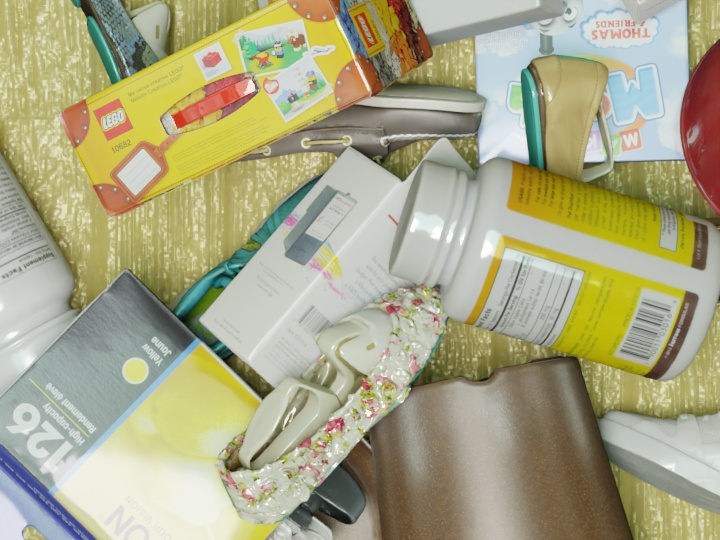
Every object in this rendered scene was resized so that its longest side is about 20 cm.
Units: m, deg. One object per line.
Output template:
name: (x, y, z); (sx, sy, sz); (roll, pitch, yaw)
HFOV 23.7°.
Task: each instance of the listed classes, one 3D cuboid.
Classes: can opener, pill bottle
can opener: (-0.091, 0.129, 1.215); (0.200, 0.053, 0.067); (35, 62, 2)
pill bottle: (0.123, -0.006, 1.103); (0.199, 0.109, 0.110); (17, 94, -4)
pill bottle: (-0.275, -0.006, 1.226); (0.113, 0.113, 0.201); (-31, 89, 7)

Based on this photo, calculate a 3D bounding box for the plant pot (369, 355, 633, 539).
plant pot: (0.097, 0.168, 1.164); (0.199, 0.200, 0.199); (-12, 83, 6)

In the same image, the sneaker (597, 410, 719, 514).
sneaker: (0.269, 0.111, 1.203); (0.199, 0.074, 0.116); (20, 76, 14)

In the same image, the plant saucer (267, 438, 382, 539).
plant saucer: (-0.063, 0.193, 1.251); (0.199, 0.037, 0.202); (0, 93, 5)

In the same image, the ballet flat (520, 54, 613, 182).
ballet flat: (0.143, -0.052, 1.178); (0.063, 0.069, 0.201); (-7, 122, -8)

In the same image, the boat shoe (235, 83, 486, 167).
boat shoe: (-0.009, -0.101, 1.214); (0.199, 0.072, 0.060); (2, 102, 13)

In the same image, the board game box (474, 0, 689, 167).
board game box: (0.155, -0.175, 1.211); (0.150, 0.037, 0.201); (-2, 93, 6)

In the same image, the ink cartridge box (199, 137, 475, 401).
ink cartridge box: (0.000, 0.000, 1.182); (0.200, 0.117, 0.067); (-49, 45, -5)

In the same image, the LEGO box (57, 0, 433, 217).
LEGO box: (-0.070, -0.121, 1.111); (0.199, 0.149, 0.077); (-23, 98, 23)

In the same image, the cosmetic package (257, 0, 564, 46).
cosmetic package: (0.030, -0.204, 1.182); (0.199, 0.071, 0.102); (-12, 90, 21)

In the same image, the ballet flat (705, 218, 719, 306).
ballet flat: (0.246, -0.007, 1.187); (0.199, 0.063, 0.069); (-19, 93, 7)

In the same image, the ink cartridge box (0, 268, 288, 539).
ink cartridge box: (-0.157, 0.137, 1.155); (0.198, 0.047, 0.200); (43, 80, 0)

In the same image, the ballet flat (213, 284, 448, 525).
ballet flat: (-0.019, 0.078, 1.114); (0.200, 0.076, 0.064); (-51, 130, -9)

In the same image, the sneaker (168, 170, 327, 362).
sneaker: (-0.067, 0.008, 1.221); (0.200, 0.080, 0.078); (-43, 88, 3)

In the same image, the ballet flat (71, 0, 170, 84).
ballet flat: (-0.175, -0.194, 1.234); (0.074, 0.074, 0.201); (-28, 93, 7)

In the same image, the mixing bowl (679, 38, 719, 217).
mixing bowl: (0.315, -0.115, 1.123); (0.199, 0.108, 0.201); (-1, 66, 2)

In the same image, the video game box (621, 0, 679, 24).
video game box: (0.219, -0.296, 1.166); (0.182, 0.047, 0.201); (-29, 76, 2)
